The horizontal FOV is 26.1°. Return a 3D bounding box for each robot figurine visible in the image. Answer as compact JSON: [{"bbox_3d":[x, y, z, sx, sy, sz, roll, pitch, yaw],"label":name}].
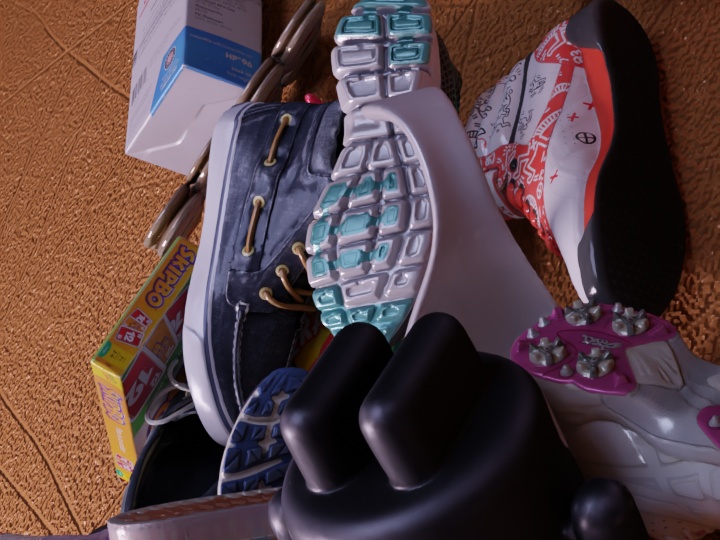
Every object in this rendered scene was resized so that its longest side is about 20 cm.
[{"bbox_3d":[0.042,0.118,0.662,0.124,0.201,0.150,-32,25,-9],"label":"robot figurine"}]

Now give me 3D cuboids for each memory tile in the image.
[{"bbox_3d":[-0.083,-0.094,1.066,0.201,0.017,0.153,-56,2,-4],"label":"memory tile"}]

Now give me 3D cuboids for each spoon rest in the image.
[{"bbox_3d":[0.050,0.010,0.757,0.061,0.098,0.203,175,78,-74],"label":"spoon rest"}]

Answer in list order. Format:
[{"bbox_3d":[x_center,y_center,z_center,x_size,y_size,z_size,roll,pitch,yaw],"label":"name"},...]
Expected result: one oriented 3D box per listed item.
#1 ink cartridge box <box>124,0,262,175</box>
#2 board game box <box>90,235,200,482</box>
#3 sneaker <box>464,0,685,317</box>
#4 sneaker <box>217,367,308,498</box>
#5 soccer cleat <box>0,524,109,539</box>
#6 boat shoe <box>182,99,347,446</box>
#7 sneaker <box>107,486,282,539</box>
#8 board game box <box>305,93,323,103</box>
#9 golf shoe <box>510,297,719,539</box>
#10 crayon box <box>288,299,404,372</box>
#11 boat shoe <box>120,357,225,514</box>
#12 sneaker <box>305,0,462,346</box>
[{"bbox_3d":[-0.128,-0.190,1.214,0.116,0.067,0.202,-46,36,45],"label":"ink cartridge box"},{"bbox_3d":[-0.127,0.067,0.985,0.096,0.030,0.201,-58,-9,-26],"label":"board game box"},{"bbox_3d":[0.103,-0.038,0.802,0.108,0.067,0.203,-34,40,39],"label":"sneaker"},{"bbox_3d":[-0.056,0.154,0.867,0.085,0.076,0.203,180,96,-68],"label":"sneaker"},{"bbox_3d":[-0.161,0.186,0.916,0.073,0.199,0.069,7,86,43],"label":"soccer cleat"},{"bbox_3d":[-0.043,-0.001,0.882,0.090,0.071,0.203,-3,80,34],"label":"boat shoe"},{"bbox_3d":[-0.027,0.153,0.791,0.071,0.197,0.081,-103,7,-88],"label":"sneaker"},{"bbox_3d":[-0.058,-0.070,1.010,0.200,0.039,0.158,-49,8,22],"label":"board game box"},{"bbox_3d":[0.152,0.080,0.661,0.199,0.075,0.093,24,132,42],"label":"golf shoe"},{"bbox_3d":[0.000,0.000,0.936,0.127,0.050,0.202,-38,40,35],"label":"crayon box"},{"bbox_3d":[-0.097,0.104,0.934,0.201,0.074,0.062,-62,-19,-44],"label":"boat shoe"},{"bbox_3d":[0.026,-0.047,0.848,0.077,0.091,0.203,-1,70,28],"label":"sneaker"}]
